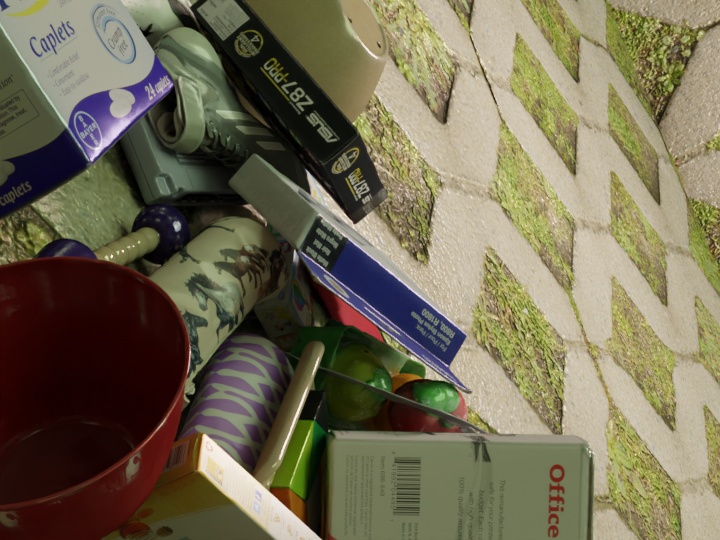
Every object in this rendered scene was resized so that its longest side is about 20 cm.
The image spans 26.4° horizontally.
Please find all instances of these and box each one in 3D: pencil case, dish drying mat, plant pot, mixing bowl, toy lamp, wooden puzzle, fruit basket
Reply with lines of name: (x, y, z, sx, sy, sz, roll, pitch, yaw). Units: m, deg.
pencil case: (-0.107, 0.130, 1.173, 0.084, 0.085, 0.200, 61, 22, -24)
dish drying mat: (-0.010, 0.044, 1.446, 0.077, 0.018, 0.200, -90, 159, -44)
plant pot: (-0.050, -0.228, 1.583, 0.200, 0.134, 0.201, 47, 28, -35)
pencil case: (-0.127, 0.030, 1.191, 0.090, 0.078, 0.200, 49, 38, -6)
mixing bowl: (-0.193, 0.099, 0.936, 0.201, 0.199, 0.109, -88, 172, -47)
toy lamp: (-0.194, -0.007, 1.167, 0.058, 0.058, 0.200, 63, 22, -1)
wooden puzzle: (-0.047, 0.182, 1.176, 0.185, 0.037, 0.201, -70, 163, -60)
fruit basket: (0.039, 0.107, 1.297, 0.185, 0.199, 0.094, 31, 74, -49)

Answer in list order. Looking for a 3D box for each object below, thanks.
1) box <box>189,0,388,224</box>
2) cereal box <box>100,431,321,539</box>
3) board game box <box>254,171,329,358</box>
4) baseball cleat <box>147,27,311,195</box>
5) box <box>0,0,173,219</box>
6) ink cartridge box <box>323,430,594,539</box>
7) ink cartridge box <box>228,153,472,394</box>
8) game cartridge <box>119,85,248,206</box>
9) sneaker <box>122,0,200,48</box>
box: (-0.062, -0.149, 1.386, 0.200, 0.049, 0.161, 50, -2, 19)
cereal box: (-0.103, 0.201, 1.039, 0.200, 0.143, 0.040, 47, 29, -32)
board game box: (-0.049, 0.013, 1.432, 0.201, 0.034, 0.135, -85, 156, -50)
baseball cleat: (-0.124, -0.111, 1.337, 0.200, 0.070, 0.107, 51, 40, -16)
box: (-0.257, -0.169, 1.135, 0.201, 0.105, 0.184, 57, 24, -14)
ink cartridge box: (0.072, 0.197, 1.170, 0.085, 0.199, 0.147, 169, -77, -86)
ink cartridge box: (0.000, 0.000, 1.278, 0.199, 0.041, 0.200, 38, 5, -36)
game cartridge: (-0.156, -0.124, 1.384, 0.200, 0.041, 0.134, -4, 74, -65)
sneaker: (-0.219, -0.227, 1.327, 0.200, 0.073, 0.080, 29, 47, -42)
